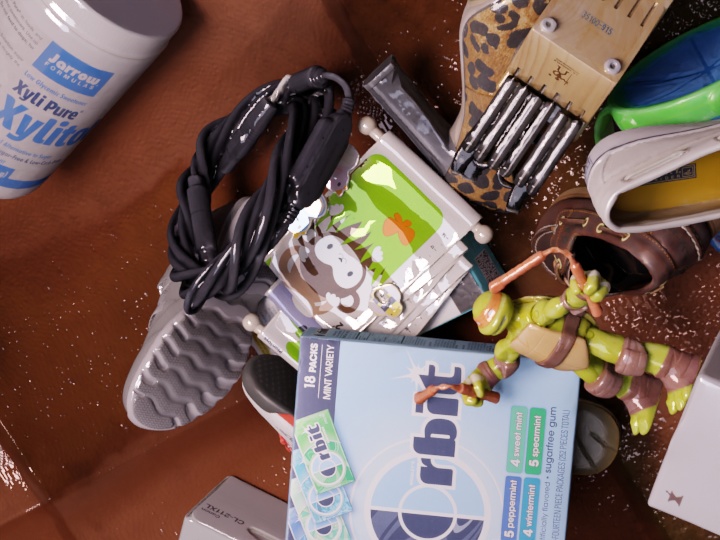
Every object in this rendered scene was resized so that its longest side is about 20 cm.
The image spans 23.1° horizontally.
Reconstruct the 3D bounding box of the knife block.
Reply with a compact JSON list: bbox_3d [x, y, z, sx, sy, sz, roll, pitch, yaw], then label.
[{"bbox_3d":[0.139,-0.138,1.154,0.064,0.200,0.176,34,160,1],"label":"knife block"}]

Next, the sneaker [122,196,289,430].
[{"bbox_3d":[-0.123,0.034,1.336,0.082,0.200,0.075,1,144,51],"label":"sneaker"}]

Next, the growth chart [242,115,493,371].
[{"bbox_3d":[0.000,0.000,1.278,0.145,0.018,0.200,35,110,4],"label":"growth chart"}]

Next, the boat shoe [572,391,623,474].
[{"bbox_3d":[0.098,0.107,1.314,0.200,0.066,0.072,11,95,17],"label":"boat shoe"}]

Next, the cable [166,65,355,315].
[{"bbox_3d":[-0.089,-0.061,1.270,0.051,0.200,0.163,34,167,-34],"label":"cable"}]

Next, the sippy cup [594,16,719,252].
[{"bbox_3d":[0.249,-0.084,1.145,0.140,0.178,0.130,-35,108,-11],"label":"sippy cup"}]

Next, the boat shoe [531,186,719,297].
[{"bbox_3d":[0.162,-0.015,1.179,0.070,0.070,0.200,45,162,-9],"label":"boat shoe"}]

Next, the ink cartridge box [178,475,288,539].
[{"bbox_3d":[-0.087,0.293,1.460,0.146,0.083,0.200,25,117,14],"label":"ink cartridge box"}]

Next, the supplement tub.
[{"bbox_3d":[-0.242,-0.160,1.329,0.132,0.132,0.200,48,122,1],"label":"supplement tub"}]

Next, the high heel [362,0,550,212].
[{"bbox_3d":[0.119,-0.135,1.225,0.200,0.071,0.143,-35,106,26],"label":"high heel"}]

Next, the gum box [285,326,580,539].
[{"bbox_3d":[0.051,0.135,1.257,0.200,0.045,0.170,6,97,6],"label":"gum box"}]

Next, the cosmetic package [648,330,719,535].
[{"bbox_3d":[0.257,0.083,1.157,0.071,0.200,0.102,23,118,14],"label":"cosmetic package"}]

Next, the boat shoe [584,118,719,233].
[{"bbox_3d":[0.235,-0.061,1.048,0.200,0.070,0.071,-9,123,5],"label":"boat shoe"}]

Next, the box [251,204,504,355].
[{"bbox_3d":[0.005,0.021,1.333,0.200,0.049,0.082,-28,97,30],"label":"box"}]

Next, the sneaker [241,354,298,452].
[{"bbox_3d":[-0.028,0.149,1.355,0.201,0.067,0.108,30,126,-20],"label":"sneaker"}]

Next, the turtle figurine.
[{"bbox_3d":[0.132,0.053,1.172,0.161,0.064,0.200,25,137,-12],"label":"turtle figurine"}]
